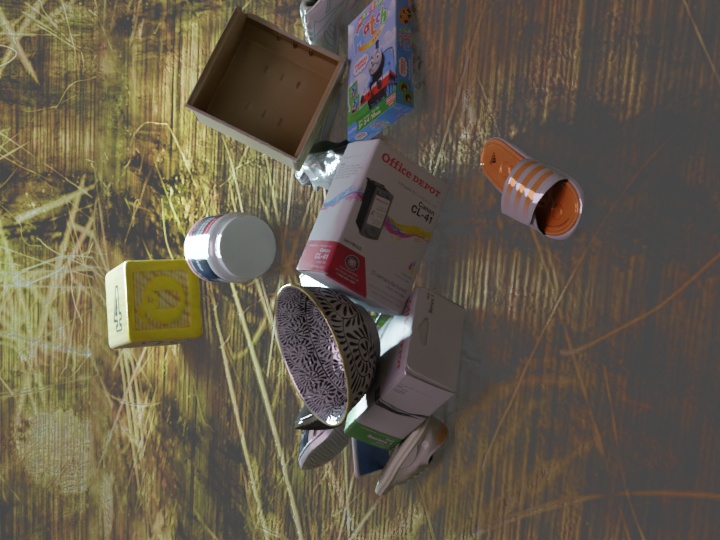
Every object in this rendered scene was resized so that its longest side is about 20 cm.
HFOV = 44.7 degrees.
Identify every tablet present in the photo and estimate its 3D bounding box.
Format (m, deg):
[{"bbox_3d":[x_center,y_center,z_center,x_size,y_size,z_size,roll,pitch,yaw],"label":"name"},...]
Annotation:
[{"bbox_3d":[0.009,0.210,1.350,0.013,0.130,0.204,-9,82,22],"label":"tablet"}]

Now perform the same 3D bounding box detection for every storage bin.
[{"bbox_3d":[-0.146,-0.297,1.421,0.094,0.197,0.201,96,-160,-82],"label":"storage bin"}]

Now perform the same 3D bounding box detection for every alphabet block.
[{"bbox_3d":[-0.517,0.086,2.182,0.199,0.192,0.200,-17,79,58],"label":"alphabet block"}]

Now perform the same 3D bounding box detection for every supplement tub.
[{"bbox_3d":[-0.267,-0.046,1.789,0.199,0.138,0.143,-1,91,60],"label":"supplement tub"}]

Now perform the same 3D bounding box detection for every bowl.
[{"bbox_3d":[-0.032,0.102,1.206,0.200,0.093,0.204,41,141,45],"label":"bowl"}]

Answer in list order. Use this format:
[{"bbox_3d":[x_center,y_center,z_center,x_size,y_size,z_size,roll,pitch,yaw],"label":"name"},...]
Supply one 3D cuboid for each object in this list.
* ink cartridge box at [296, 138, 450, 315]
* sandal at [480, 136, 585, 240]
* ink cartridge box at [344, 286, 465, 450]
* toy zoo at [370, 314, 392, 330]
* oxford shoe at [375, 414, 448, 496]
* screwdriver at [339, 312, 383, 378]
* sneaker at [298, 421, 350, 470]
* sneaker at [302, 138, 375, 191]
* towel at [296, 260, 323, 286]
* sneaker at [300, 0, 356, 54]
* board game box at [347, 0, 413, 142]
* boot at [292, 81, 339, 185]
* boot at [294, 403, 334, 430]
[{"bbox_3d":[0.020,-0.059,1.214,0.085,0.146,0.203,8,72,57],"label":"ink cartridge box"},{"bbox_3d":[0.191,-0.102,1.069,0.207,0.058,0.080,47,130,49],"label":"sandal"},{"bbox_3d":[0.061,0.141,1.230,0.200,0.083,0.148,-51,21,48],"label":"ink cartridge box"},{"bbox_3d":[0.000,0.000,1.369,0.130,0.020,0.203,1,115,60],"label":"toy zoo"},{"bbox_3d":[0.073,0.281,1.292,0.201,0.057,0.076,-61,2,42],"label":"oxford shoe"},{"bbox_3d":[0.014,0.096,1.264,0.202,0.028,0.029,-59,25,15],"label":"screwdriver"},{"bbox_3d":[-0.053,0.256,1.494,0.201,0.078,0.080,-55,50,31],"label":"sneaker"},{"bbox_3d":[-0.027,-0.175,1.453,0.199,0.070,0.081,4,122,53],"label":"sneaker"},{"bbox_3d":[-0.055,0.000,1.539,0.200,0.022,0.146,-52,49,49],"label":"towel"},{"bbox_3d":[-0.070,-0.420,1.479,0.071,0.079,0.202,58,140,38],"label":"sneaker"},{"bbox_3d":[0.029,-0.316,1.340,0.151,0.036,0.204,-26,59,58],"label":"board game box"},{"bbox_3d":[-0.108,-0.245,1.548,0.074,0.094,0.203,52,134,46],"label":"boot"},{"bbox_3d":[-0.058,0.145,1.403,0.181,0.071,0.204,-38,53,54],"label":"boot"}]
